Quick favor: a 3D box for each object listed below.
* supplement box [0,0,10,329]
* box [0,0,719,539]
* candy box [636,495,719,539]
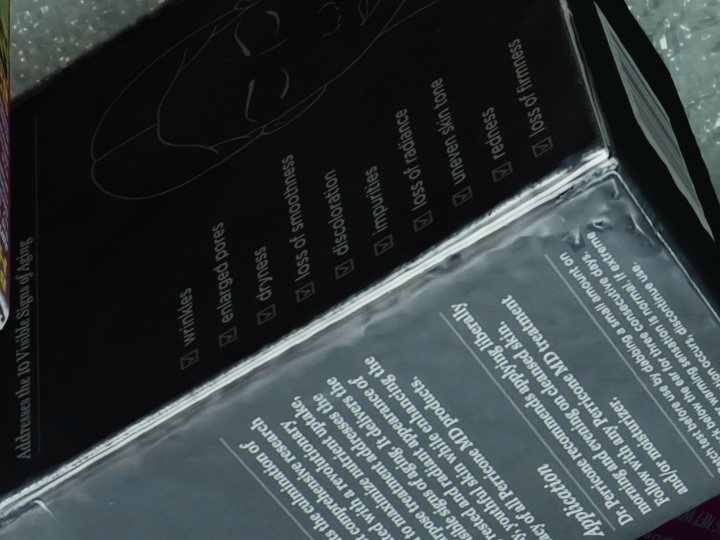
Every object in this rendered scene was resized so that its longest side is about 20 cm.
[{"bbox_3d":[-0.155,-0.083,0.692,0.103,0.200,0.131,-10,126,0],"label":"supplement box"},{"bbox_3d":[0.000,0.000,0.772,0.196,0.200,0.124,-29,124,14],"label":"box"},{"bbox_3d":[0.067,0.132,0.965,0.136,0.061,0.200,21,121,-21],"label":"candy box"}]
